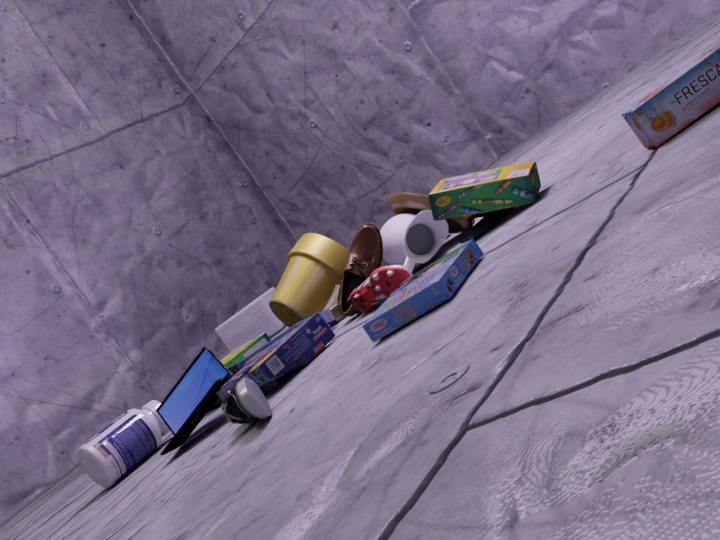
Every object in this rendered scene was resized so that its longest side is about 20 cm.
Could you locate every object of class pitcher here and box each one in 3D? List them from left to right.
[{"bbox_3d":[0.096,-0.042,1.703,0.172,0.121,0.200,-59,11,-7],"label":"pitcher"}]

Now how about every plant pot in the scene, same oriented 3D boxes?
[{"bbox_3d":[-0.114,0.044,1.915,0.189,0.201,0.201,-53,11,-23],"label":"plant pot"},{"bbox_3d":[0.153,-0.121,1.768,0.200,0.200,0.028,158,131,-74],"label":"plant pot"}]

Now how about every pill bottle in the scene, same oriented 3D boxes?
[{"bbox_3d":[-0.518,0.381,1.791,0.200,0.111,0.111,-39,5,-42],"label":"pill bottle"}]

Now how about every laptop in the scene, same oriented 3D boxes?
[{"bbox_3d":[-0.346,0.252,1.588,0.177,0.103,0.200,-53,-5,0],"label":"laptop"}]

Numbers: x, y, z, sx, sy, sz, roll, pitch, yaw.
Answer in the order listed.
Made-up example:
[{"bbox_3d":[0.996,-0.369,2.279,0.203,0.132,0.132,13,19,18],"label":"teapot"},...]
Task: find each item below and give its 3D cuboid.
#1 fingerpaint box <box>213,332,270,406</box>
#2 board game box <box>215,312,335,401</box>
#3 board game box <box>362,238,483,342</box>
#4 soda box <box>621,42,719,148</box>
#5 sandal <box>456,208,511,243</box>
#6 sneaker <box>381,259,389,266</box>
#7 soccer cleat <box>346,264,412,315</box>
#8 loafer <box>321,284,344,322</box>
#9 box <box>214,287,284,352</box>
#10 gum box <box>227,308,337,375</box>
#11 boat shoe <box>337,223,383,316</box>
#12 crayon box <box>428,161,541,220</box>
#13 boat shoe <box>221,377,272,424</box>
[{"bbox_3d":[-0.311,0.248,1.899,0.167,0.073,0.200,-30,6,47],"label":"fingerpaint box"},{"bbox_3d":[-0.175,0.188,1.544,0.200,0.062,0.200,-34,5,42],"label":"board game box"},{"bbox_3d":[0.102,0.029,1.256,0.151,0.037,0.200,-33,5,29],"label":"board game box"},{"bbox_3d":[0.493,-0.267,1.188,0.200,0.068,0.064,-36,4,7],"label":"soda box"},{"bbox_3d":[0.253,-0.113,1.610,0.200,0.043,0.076,-38,5,-37],"label":"sandal"},{"bbox_3d":[0.071,-0.012,1.895,0.092,0.076,0.200,4,-4,11],"label":"sneaker"},{"bbox_3d":[0.046,0.026,1.567,0.085,0.069,0.200,-43,3,-37],"label":"soccer cleat"},{"bbox_3d":[-0.043,0.066,1.817,0.200,0.068,0.076,-36,4,-9],"label":"loafer"},{"bbox_3d":[-0.357,0.178,2.728,0.199,0.131,0.200,-35,3,12],"label":"box"},{"bbox_3d":[-0.166,0.163,1.716,0.200,0.045,0.170,-35,-5,23],"label":"gum box"},{"bbox_3d":[0.000,0.000,1.670,0.068,0.072,0.201,-4,-74,-80],"label":"boat shoe"},{"bbox_3d":[0.244,-0.156,1.564,0.200,0.058,0.119,-10,16,21],"label":"crayon box"},{"bbox_3d":[-0.183,0.215,1.266,0.064,0.071,0.200,-35,-4,-9],"label":"boat shoe"}]
